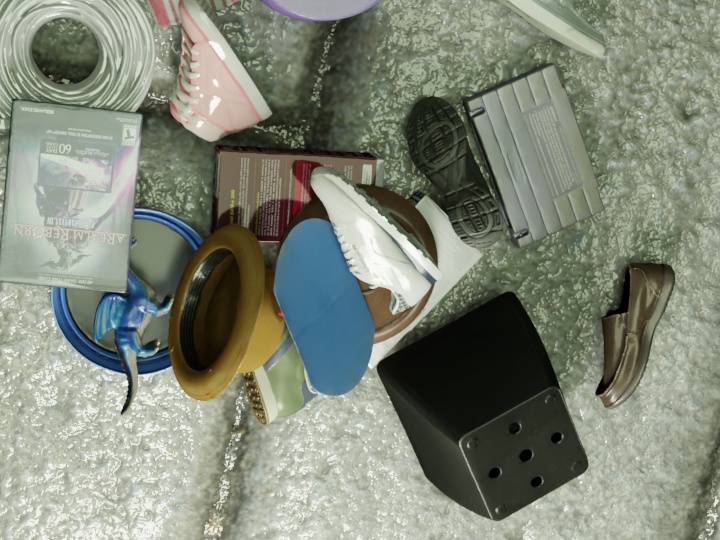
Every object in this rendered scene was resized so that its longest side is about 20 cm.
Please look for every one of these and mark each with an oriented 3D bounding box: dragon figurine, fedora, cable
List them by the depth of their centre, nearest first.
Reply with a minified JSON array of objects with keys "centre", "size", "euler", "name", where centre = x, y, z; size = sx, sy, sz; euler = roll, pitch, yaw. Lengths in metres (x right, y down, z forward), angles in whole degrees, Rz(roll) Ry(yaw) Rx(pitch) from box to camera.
[{"centre":[-0.333,-0.244,1.426],"size":[0.199,0.069,0.201],"euler":[12,96,-15],"name":"cable"},{"centre":[-0.142,0.052,1.428],"size":[0.081,0.200,0.202],"euler":[15,97,-38],"name":"fedora"},{"centre":[-0.277,0.057,1.453],"size":[0.099,0.059,0.201],"euler":[18,91,-13],"name":"dragon figurine"}]

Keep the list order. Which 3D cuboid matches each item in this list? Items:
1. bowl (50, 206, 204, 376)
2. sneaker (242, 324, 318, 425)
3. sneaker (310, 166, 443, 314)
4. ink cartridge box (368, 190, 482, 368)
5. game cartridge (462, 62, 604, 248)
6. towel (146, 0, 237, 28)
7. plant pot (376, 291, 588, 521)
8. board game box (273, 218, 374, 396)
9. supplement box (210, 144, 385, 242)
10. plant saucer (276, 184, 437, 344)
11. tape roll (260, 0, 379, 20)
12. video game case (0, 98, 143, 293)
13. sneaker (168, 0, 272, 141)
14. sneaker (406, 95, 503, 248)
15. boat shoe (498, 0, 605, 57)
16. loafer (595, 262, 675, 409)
[{"centre":[-0.266,0.023,1.502],"size":[0.199,0.039,0.202],"euler":[-2,100,-12],"name":"bowl"},{"centre":[-0.105,0.080,1.540],"size":[0.089,0.067,0.202],"euler":[-16,98,-25],"name":"sneaker"},{"centre":[0.006,-0.035,1.442],"size":[0.080,0.076,0.200],"euler":[-42,108,10],"name":"sneaker"},{"centre":[0.043,0.011,1.562],"size":[0.200,0.050,0.109],"euler":[-46,107,0],"name":"ink cartridge box"},{"centre":[0.219,-0.144,1.583],"size":[0.129,0.038,0.201],"euler":[-24,104,-11],"name":"game cartridge"},{"centre":[-0.172,-0.364,1.403],"size":[0.199,0.030,0.147],"euler":[-11,105,30],"name":"towel"},{"centre":[0.164,0.182,1.532],"size":[0.199,0.178,0.201],"euler":[-28,119,-6],"name":"plant pot"},{"centre":[-0.054,0.045,1.430],"size":[0.039,0.158,0.201],"euler":[-10,110,32],"name":"board game box"},{"centre":[-0.076,-0.089,1.511],"size":[0.198,0.061,0.110],"euler":[2,102,-13],"name":"supplement box"},{"centre":[0.000,0.000,1.502],"size":[0.199,0.034,0.202],"euler":[-3,106,-12],"name":"plant saucer"},{"centre":[-0.047,-0.389,1.454],"size":[0.198,0.085,0.202],"euler":[-2,100,-11],"name":"tape roll"},{"centre":[-0.321,-0.081,1.397],"size":[0.142,0.019,0.202],"euler":[5,91,-11],"name":"video game case"},{"centre":[-0.181,-0.219,1.425],"size":[0.104,0.076,0.201],"euler":[-27,143,2],"name":"sneaker"},{"centre":[0.115,-0.116,1.546],"size":[0.076,0.091,0.201],"euler":[-22,82,9],"name":"sneaker"},{"centre":[0.226,-0.333,1.531],"size":[0.200,0.070,0.072],"euler":[32,95,-13],"name":"boat shoe"},{"centre":[0.339,0.079,1.635],"size":[0.071,0.073,0.201],"euler":[19,90,-4],"name":"loafer"}]
